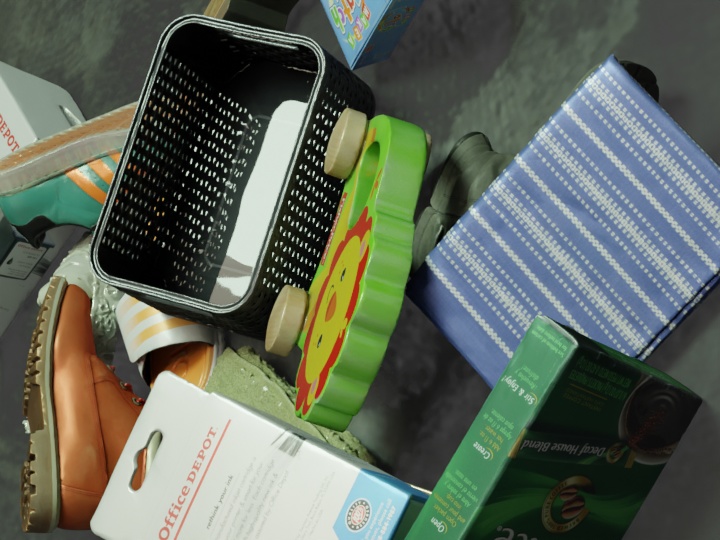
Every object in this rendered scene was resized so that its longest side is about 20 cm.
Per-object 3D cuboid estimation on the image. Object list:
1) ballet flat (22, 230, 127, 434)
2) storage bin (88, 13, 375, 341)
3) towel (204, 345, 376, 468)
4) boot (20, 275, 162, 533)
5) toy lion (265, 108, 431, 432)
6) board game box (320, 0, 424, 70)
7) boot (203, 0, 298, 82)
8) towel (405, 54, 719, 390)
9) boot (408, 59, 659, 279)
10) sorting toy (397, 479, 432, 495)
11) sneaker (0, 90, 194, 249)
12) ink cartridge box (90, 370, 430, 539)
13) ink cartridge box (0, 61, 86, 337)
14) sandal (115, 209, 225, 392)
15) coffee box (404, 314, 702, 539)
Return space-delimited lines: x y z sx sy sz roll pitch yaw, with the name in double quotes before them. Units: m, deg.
"ballet flat" -0.219 0.047 1.809 0.072 0.072 0.201 -21 55 42
"storage bin" -0.088 -0.064 1.651 0.135 0.094 0.201 14 82 26
"towel" -0.068 0.149 1.600 0.200 0.036 0.149 37 101 50
"boot" -0.194 0.098 1.727 0.075 0.107 0.201 117 152 -60
"toy lion" 0.000 0.000 1.502 0.192 0.068 0.201 -157 85 -80
"board game box" -0.014 -0.260 1.630 0.201 0.036 0.151 67 159 13
"boot" -0.063 -0.239 1.775 0.200 0.073 0.076 -53 30 19
"towel" 0.132 -0.007 1.404 0.145 0.024 0.200 48 111 16
"boot" 0.097 -0.062 1.491 0.200 0.068 0.131 -61 35 11
"sorting toy" -0.043 0.214 1.475 0.200 0.070 0.199 16 85 34
"sneaker" -0.185 -0.077 1.823 0.199 0.080 0.071 -18 22 15
"ink cartridge box" -0.054 0.151 1.417 0.200 0.068 0.116 25 90 33
"ink cartridge box" -0.308 -0.052 1.949 0.200 0.086 0.147 -55 39 16
"sandal" -0.151 0.017 1.747 0.079 0.059 0.207 -37 46 32
"coffee box" 0.100 0.134 1.342 0.044 0.123 0.200 38 100 48
